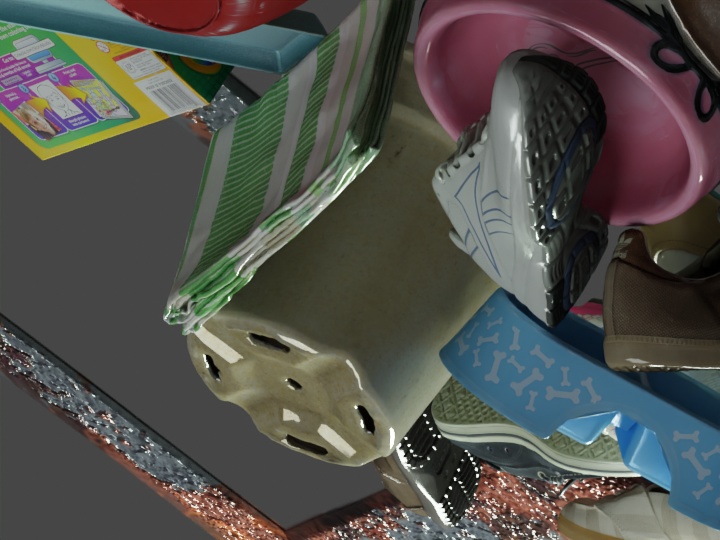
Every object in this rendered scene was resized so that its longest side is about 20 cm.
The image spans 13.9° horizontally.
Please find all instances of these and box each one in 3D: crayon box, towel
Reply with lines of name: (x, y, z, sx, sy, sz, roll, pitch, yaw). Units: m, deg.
crayon box: (-0.168, -0.139, 1.742, 0.119, 0.058, 0.200, 44, 150, -22)
towel: (-0.037, -0.068, 1.572, 0.023, 0.153, 0.200, 29, 138, -18)

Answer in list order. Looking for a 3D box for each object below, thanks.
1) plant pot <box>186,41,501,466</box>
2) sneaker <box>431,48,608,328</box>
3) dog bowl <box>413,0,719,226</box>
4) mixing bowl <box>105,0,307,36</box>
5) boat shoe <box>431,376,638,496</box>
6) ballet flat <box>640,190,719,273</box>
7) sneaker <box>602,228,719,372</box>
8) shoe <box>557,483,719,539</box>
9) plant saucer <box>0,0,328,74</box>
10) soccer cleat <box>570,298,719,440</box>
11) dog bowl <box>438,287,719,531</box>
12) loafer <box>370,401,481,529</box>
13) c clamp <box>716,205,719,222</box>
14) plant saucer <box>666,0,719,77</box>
plant pot: (0.000, 0.000, 1.665, 0.200, 0.184, 0.201, 24, 151, 14)
sneaker: (0.074, -0.045, 1.486, 0.087, 0.075, 0.200, 27, 152, 19)
dog bowl: (0.114, -0.103, 1.502, 0.200, 0.074, 0.200, 24, 152, 14)
mixing bowl: (-0.088, -0.194, 1.521, 0.200, 0.109, 0.200, 24, 150, 14)
boat shoe: (0.128, 0.098, 1.820, 0.200, 0.075, 0.062, 4, 147, 50)
ballet flat: (0.216, 0.023, 1.615, 0.200, 0.063, 0.069, 39, 153, -14)
sneaker: (0.219, 0.016, 1.550, 0.199, 0.076, 0.070, 1, 176, -28)
shoe: (0.210, 0.163, 1.872, 0.200, 0.054, 0.070, 9, 178, 43)
plant saucer: (-0.120, -0.142, 1.618, 0.199, 0.019, 0.070, 8, 163, -23)
soccer cleat: (0.144, 0.063, 1.714, 0.070, 0.087, 0.200, 30, 158, -38)
dog bowl: (0.140, 0.072, 1.583, 0.200, 0.050, 0.112, 28, -168, -5)
loafer: (0.020, 0.103, 1.930, 0.071, 0.073, 0.200, 15, 148, 26)
c clamp: (0.275, 0.024, 1.490, 0.199, 0.027, 0.171, 25, -162, -20)
plant saucer: (0.218, -0.145, 1.324, 0.200, 0.034, 0.201, 28, 139, 27)
